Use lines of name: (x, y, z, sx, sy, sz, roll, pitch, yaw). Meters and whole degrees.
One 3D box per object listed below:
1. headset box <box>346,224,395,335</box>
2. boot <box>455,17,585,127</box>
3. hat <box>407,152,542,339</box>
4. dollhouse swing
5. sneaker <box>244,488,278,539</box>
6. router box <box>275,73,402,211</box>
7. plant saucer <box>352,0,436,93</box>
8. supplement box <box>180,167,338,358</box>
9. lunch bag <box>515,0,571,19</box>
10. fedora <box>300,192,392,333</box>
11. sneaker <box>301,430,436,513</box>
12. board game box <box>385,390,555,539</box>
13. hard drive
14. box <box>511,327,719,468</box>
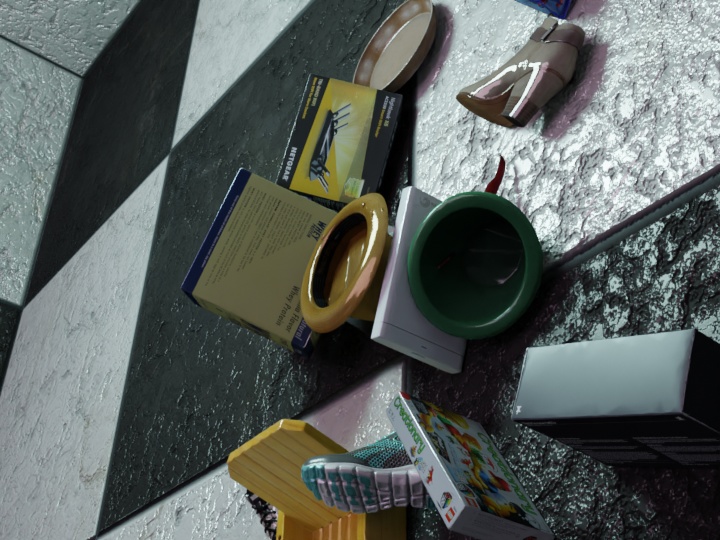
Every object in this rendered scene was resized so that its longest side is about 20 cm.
headset box: (0.042, 0.018, 1.427, 0.200, 0.077, 0.150, 26, 91, 60)
boot: (0.217, -0.268, 1.373, 0.147, 0.070, 0.200, -57, 30, 2)
hat: (0.168, -0.022, 1.292, 0.165, 0.176, 0.201, 34, 105, 16)
dollhouse swing: (-0.069, 0.315, 1.288, 0.200, 0.175, 0.183, -36, 40, 40)
sneaker: (-0.125, 0.339, 1.454, 0.076, 0.087, 0.201, -46, 36, 28)
router box: (-0.032, -0.197, 1.632, 0.052, 0.155, 0.202, 82, -157, -73)
plant saucer: (0.062, -0.363, 1.708, 0.200, 0.034, 0.202, -41, 31, 31)
supplement box: (-0.126, -0.007, 1.525, 0.134, 0.198, 0.202, 90, -156, -79)
lunch bag: (0.252, -0.465, 1.401, 0.202, 0.093, 0.151, -65, 28, 15)
fedora: (0.000, 0.000, 1.349, 0.200, 0.081, 0.202, -42, 32, 35)
sneaker: (0.030, 0.230, 1.215, 0.092, 0.197, 0.078, -85, -5, -54)
board game box: (0.113, 0.216, 1.107, 0.035, 0.125, 0.200, -57, 30, 15)
hard drive: (0.090, 0.012, 1.293, 0.027, 0.131, 0.202, -18, 53, 54)
box: (0.257, 0.120, 0.926, 0.199, 0.140, 0.080, -14, 57, 54)
